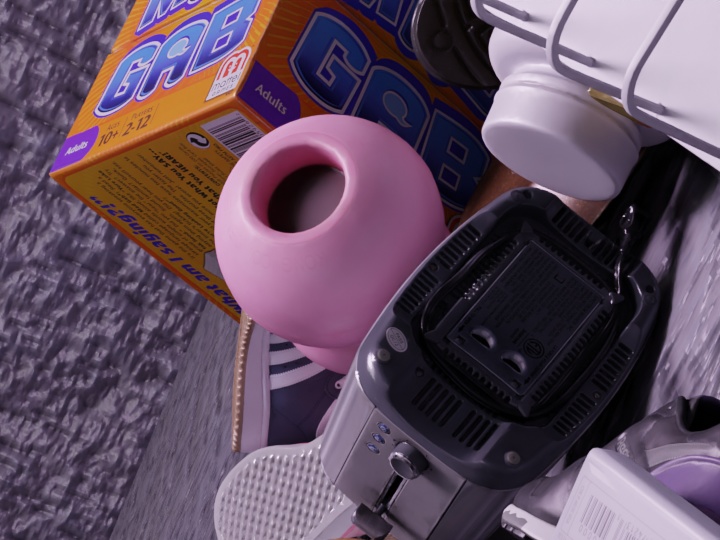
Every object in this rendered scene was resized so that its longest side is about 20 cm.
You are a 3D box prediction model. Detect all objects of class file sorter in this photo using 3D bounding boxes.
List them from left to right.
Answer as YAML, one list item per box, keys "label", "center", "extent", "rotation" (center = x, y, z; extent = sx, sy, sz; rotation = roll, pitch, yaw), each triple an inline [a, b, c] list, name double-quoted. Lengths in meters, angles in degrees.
- label: "file sorter"
  center: [0.110, -0.156, 1.045]
  extent: [0.200, 0.124, 0.139]
  rotation: [39, 104, 35]

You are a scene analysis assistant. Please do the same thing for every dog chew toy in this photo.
- label: "dog chew toy"
  center: [0.000, 0.000, 1.304]
  extent: [0.200, 0.124, 0.125]
  rotation: [52, -128, -58]

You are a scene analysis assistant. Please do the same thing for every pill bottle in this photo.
- label: "pill bottle"
  center: [0.136, -0.141, 1.223]
  extent: [0.201, 0.109, 0.109]
  rotation: [-64, 7, -16]

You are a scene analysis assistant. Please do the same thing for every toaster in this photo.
- label: "toaster"
  center: [0.064, 0.051, 1.196]
  extent: [0.200, 0.113, 0.129]
  rotation: [-48, -7, -35]

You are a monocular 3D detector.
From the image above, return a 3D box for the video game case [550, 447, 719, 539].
- label: "video game case"
  center: [0.100, 0.181, 0.820]
  extent: [0.200, 0.023, 0.183]
  rotation: [37, 107, 59]

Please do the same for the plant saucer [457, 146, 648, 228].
- label: "plant saucer"
  center: [0.110, -0.062, 1.340]
  extent: [0.201, 0.037, 0.200]
  rotation: [-53, 9, 12]

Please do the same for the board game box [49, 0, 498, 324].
- label: "board game box"
  center: [-0.031, -0.101, 1.486]
  extent: [0.199, 0.200, 0.201]
  rotation: [-17, 42, 48]

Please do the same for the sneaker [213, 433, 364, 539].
- label: "sneaker"
  center: [0.005, 0.128, 1.414]
  extent: [0.200, 0.104, 0.076]
  rotation: [-34, 62, 41]

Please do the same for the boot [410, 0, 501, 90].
- label: "boot"
  center: [0.107, -0.160, 1.399]
  extent: [0.210, 0.080, 0.158]
  rotation: [-29, 2, -16]

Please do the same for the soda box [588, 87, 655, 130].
- label: "soda box"
  center: [0.181, -0.158, 1.115]
  extent: [0.068, 0.064, 0.201]
  rotation: [15, -83, -59]

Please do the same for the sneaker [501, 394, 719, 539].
- label: "sneaker"
  center: [0.126, 0.095, 0.978]
  extent: [0.088, 0.076, 0.200]
  rotation: [-58, 13, -7]

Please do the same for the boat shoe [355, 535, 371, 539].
- label: "boat shoe"
  center: [0.017, 0.129, 1.513]
  extent: [0.200, 0.062, 0.075]
  rotation: [-52, -16, -39]

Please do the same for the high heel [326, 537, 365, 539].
- label: "high heel"
  center: [-0.008, 0.219, 1.205]
  extent: [0.072, 0.142, 0.201]
  rotation: [-87, 20, -56]

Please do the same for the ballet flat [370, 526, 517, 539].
- label: "ballet flat"
  center: [-0.007, 0.166, 1.227]
  extent: [0.046, 0.199, 0.068]
  rotation: [37, 138, 50]

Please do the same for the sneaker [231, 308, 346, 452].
- label: "sneaker"
  center: [-0.017, 0.034, 1.426]
  extent: [0.070, 0.108, 0.201]
  rotation: [-91, 8, -47]
